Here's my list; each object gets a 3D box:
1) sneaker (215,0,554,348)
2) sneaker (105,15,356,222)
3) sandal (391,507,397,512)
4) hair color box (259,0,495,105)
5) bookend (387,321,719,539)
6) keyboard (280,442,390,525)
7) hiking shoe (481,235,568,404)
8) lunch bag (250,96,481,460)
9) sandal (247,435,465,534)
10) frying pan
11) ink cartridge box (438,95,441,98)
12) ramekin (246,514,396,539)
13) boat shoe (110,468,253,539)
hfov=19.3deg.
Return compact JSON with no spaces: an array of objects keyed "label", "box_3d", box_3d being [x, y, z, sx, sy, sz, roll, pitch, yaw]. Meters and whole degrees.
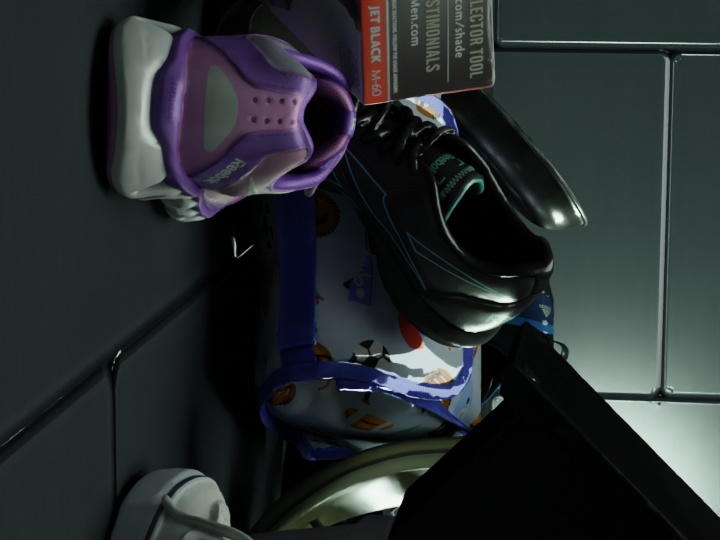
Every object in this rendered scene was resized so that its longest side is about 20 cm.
[{"label":"sneaker","box_3d":[0.015,-0.056,0.989,0.075,0.200,0.079,-47,-171,-32]},{"label":"sneaker","box_3d":[-0.043,-0.060,0.871,0.200,0.088,0.081,-17,107,-84]},{"label":"sandal","box_3d":[0.006,0.129,1.329,0.079,0.059,0.207,-63,176,16]},{"label":"hair color box","box_3d":[-0.007,-0.159,0.919,0.200,0.064,0.111,-132,-144,-58]},{"label":"bookend","box_3d":[0.074,0.169,0.984,0.200,0.199,0.092,-45,-178,13]},{"label":"keyboard","box_3d":[0.005,0.155,1.180,0.021,0.127,0.201,33,53,-46]},{"label":"hiking shoe","box_3d":[0.035,0.050,1.238,0.200,0.074,0.087,-35,-126,43]},{"label":"lunch bag","box_3d":[0.000,0.000,1.098,0.200,0.123,0.171,47,39,-67]},{"label":"sandal","box_3d":[0.037,0.123,1.107,0.080,0.200,0.058,103,-26,-68]},{"label":"frying pan","box_3d":[0.065,-0.082,1.193,0.115,0.031,0.190,51,-3,-42]},{"label":"ink cartridge box","box_3d":[0.007,-0.107,1.270,0.200,0.083,0.145,76,16,-67]},{"label":"ramekin","box_3d":[-0.031,0.214,0.999,0.202,0.094,0.203,1,90,-83]},{"label":"boat shoe","box_3d":[-0.057,0.133,0.802,0.202,0.086,0.075,-65,156,-72]}]
